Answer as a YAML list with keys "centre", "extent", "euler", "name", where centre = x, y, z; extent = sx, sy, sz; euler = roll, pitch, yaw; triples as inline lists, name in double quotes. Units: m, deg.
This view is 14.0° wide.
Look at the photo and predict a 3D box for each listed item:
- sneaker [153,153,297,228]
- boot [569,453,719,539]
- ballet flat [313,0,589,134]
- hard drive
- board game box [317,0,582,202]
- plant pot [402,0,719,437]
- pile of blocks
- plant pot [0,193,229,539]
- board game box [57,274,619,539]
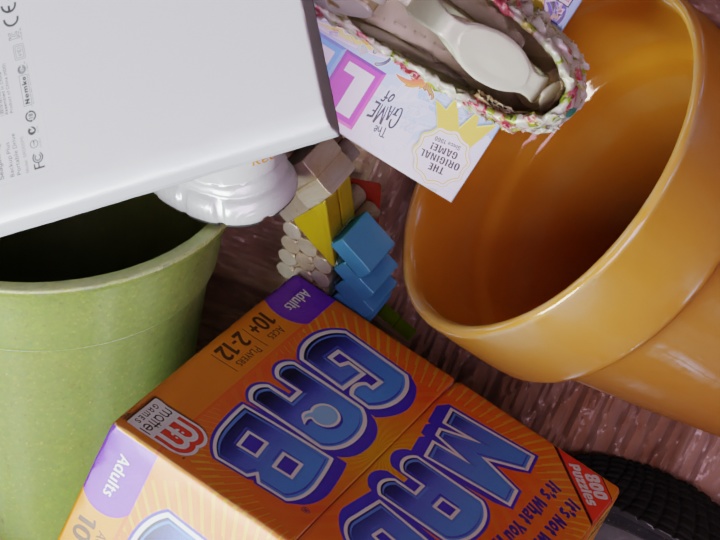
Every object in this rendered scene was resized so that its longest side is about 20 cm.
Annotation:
- centre: [-0.117, -0.090, 1.425]
  extent: [0.199, 0.074, 0.080]
  euler: [18, 131, 25]
  name: "sneaker"
- centre: [0.107, 0.165, 1.605]
  extent: [0.199, 0.068, 0.131]
  euler: [20, 115, -2]
  name: "boot"
- centre: [0.026, -0.129, 1.383]
  extent: [0.199, 0.064, 0.076]
  euler: [28, 100, -11]
  name: "ballet flat"
- centre: [-0.117, -0.098, 1.359]
  extent: [0.199, 0.027, 0.133]
  euler: [-16, 74, 13]
  name: "hard drive"
- centre: [-0.004, -0.143, 1.427]
  extent: [0.199, 0.034, 0.135]
  euler: [31, 101, -12]
  name: "board game box"
- centre: [0.154, -0.012, 1.471]
  extent: [0.183, 0.201, 0.200]
  euler: [35, 108, -30]
  name: "plant pot"
- centre: [0.000, 0.000, 1.500]
  extent: [0.082, 0.062, 0.201]
  euler: [26, 144, 22]
  name: "pile of blocks"
- centre: [-0.156, 0.029, 1.486]
  extent: [0.199, 0.201, 0.191]
  euler: [0, 125, -2]
  name: "plant pot"
- centre: [-0.031, 0.164, 1.422]
  extent: [0.199, 0.200, 0.201]
  euler: [33, 120, 10]
  name: "board game box"
